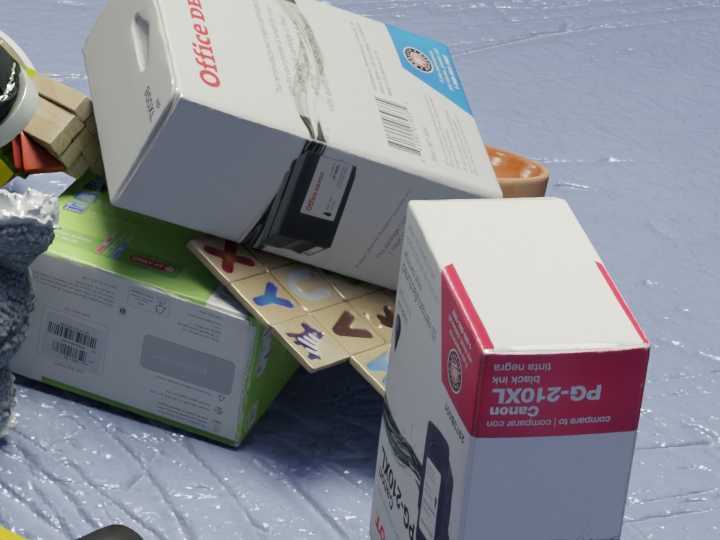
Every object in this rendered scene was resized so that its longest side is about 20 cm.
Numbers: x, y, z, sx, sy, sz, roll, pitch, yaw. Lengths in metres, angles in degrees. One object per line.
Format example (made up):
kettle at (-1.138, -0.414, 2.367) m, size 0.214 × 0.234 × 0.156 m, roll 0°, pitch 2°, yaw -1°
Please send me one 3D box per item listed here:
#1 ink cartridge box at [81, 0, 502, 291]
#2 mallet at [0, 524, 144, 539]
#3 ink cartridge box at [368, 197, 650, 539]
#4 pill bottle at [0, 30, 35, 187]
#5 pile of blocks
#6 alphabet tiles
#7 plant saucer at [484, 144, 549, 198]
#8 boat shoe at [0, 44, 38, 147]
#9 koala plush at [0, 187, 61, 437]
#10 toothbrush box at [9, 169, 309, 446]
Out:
ink cartridge box at (-0.040, -0.081, 1.514) m, size 0.200 × 0.084 × 0.145 m, roll 17°, pitch 34°, yaw -27°
mallet at (-0.186, 0.121, 1.375) m, size 0.200 × 0.041 × 0.066 m, roll 26°, pitch 32°, yaw 37°
ink cartridge box at (0.067, 0.086, 1.337) m, size 0.084 × 0.200 × 0.145 m, roll -2°, pitch 30°, yaw -14°
pill bottle at (-0.274, -0.069, 1.616) m, size 0.109 × 0.109 × 0.200 m, roll 19°, pitch 30°, yaw 19°
pile of blocks at (-0.224, -0.099, 1.560) m, size 0.200 × 0.082 × 0.062 m, roll 35°, pitch 76°, yaw 17°
alphabet tiles at (0.000, 0.000, 1.526) m, size 0.166 × 0.006 × 0.200 m, roll 45°, pitch 33°, yaw 20°
plant saucer at (0.015, -0.064, 1.725) m, size 0.200 × 0.032 × 0.200 m, roll 10°, pitch 10°, yaw -2°
boat shoe at (-0.248, -0.130, 1.475) m, size 0.200 × 0.060 × 0.076 m, roll 25°, pitch 70°, yaw 36°
koala plush at (-0.258, 0.007, 1.424) m, size 0.200 × 0.177 × 0.184 m, roll 15°, pitch 24°, yaw -8°
toothbrush box at (-0.094, -0.001, 1.567) m, size 0.146 × 0.086 × 0.200 m, roll 17°, pitch 30°, yaw 11°
